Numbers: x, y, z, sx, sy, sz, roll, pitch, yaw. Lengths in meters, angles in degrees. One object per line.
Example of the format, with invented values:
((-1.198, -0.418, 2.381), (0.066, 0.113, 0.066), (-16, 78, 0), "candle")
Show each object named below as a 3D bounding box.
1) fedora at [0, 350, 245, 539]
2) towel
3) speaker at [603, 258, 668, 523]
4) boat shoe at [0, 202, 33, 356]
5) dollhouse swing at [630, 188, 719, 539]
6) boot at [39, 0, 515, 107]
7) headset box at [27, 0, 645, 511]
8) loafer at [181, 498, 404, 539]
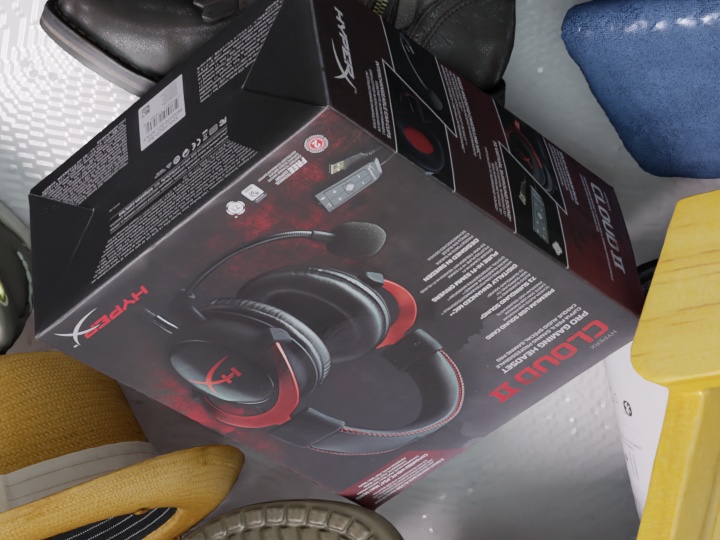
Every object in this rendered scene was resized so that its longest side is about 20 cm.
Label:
((-0.147, 0.085, 0.829), (0.199, 0.201, 0.082), (-24, 75, 9), "fedora")
((0.180, -0.077, 0.751), (0.198, 0.049, 0.112), (1, 146, 31), "towel")
((0.152, 0.098, 0.860), (0.080, 0.081, 0.202), (-13, 112, 5), "speaker")
((-0.211, -0.035, 0.808), (0.201, 0.060, 0.072), (36, 108, -15), "boat shoe")
((0.210, 0.072, 0.750), (0.181, 0.178, 0.199), (-12, 157, 43), "dollhouse swing")
((-0.009, -0.143, 0.768), (0.198, 0.069, 0.176), (7, 112, -15), "boot")
((0.000, 0.000, 0.776), (0.148, 0.075, 0.199), (-35, 134, 26), "headset box")
((-0.054, 0.145, 0.869), (0.199, 0.067, 0.077), (-22, 74, 30), "loafer")
